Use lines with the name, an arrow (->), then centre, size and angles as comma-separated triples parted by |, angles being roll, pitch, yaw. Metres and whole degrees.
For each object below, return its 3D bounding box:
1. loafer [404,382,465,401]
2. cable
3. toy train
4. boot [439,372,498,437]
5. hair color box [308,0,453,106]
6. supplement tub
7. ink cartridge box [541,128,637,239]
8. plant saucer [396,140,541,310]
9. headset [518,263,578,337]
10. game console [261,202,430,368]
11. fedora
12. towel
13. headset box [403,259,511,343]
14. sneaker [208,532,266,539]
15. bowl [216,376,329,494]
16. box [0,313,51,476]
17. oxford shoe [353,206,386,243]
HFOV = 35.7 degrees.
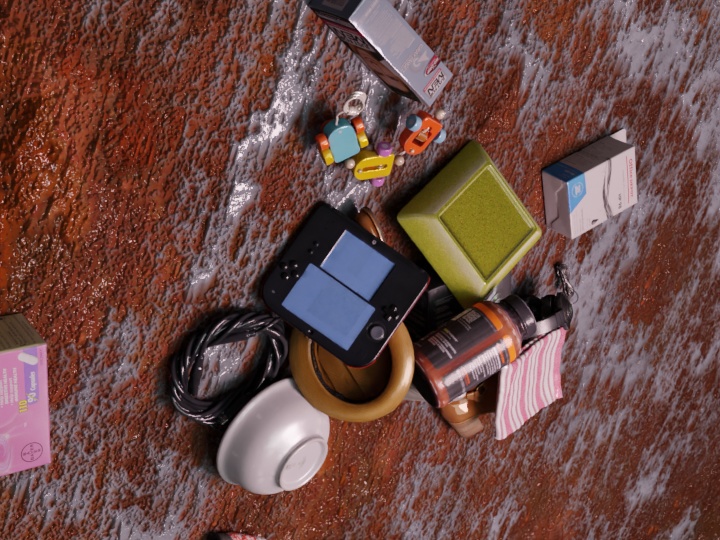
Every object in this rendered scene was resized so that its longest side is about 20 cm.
loafer -> 0.071, 0.170, 1.773 | 0.070, 0.199, 0.070 | 83, 21, -69
cable -> -0.190, 0.135, 1.638 | 0.200, 0.051, 0.163 | -48, 127, -4
toy train -> 0.021, -0.201, 1.603 | 0.199, 0.056, 0.150 | 14, 123, -42
boot -> 0.219, 0.188, 1.951 | 0.200, 0.074, 0.155 | -40, 131, -13
hair color box -> 0.030, -0.315, 1.540 | 0.061, 0.099, 0.200 | -54, 132, -3
supplement tub -> 0.170, 0.116, 1.701 | 0.200, 0.107, 0.107 | -31, 128, -13
ink cartridge box -> 0.412, -0.153, 1.934 | 0.199, 0.067, 0.116 | -28, 126, -23
plant saucer -> 0.185, -0.072, 1.741 | 0.200, 0.048, 0.200 | -45, 107, -24
headset -> 0.312, 0.059, 1.939 | 0.200, 0.123, 0.094 | -25, 105, -44
game console -> -0.025, 0.025, 1.626 | 0.177, 0.200, 0.031 | -55, 174, 0
fedora -> -0.010, 0.126, 1.683 | 0.201, 0.200, 0.082 | -63, 173, 6
towel -> 0.295, 0.192, 1.936 | 0.200, 0.030, 0.147 | -27, 125, -45
headset box -> 0.154, 0.065, 1.828 | 0.174, 0.093, 0.201 | -21, 123, -28
sneaker -> -0.211, 0.514, 1.792 | 0.108, 0.067, 0.202 | 11, 102, -38
bowl -> -0.113, 0.267, 1.695 | 0.201, 0.090, 0.202 | -33, 143, -30
box -> -0.495, 0.167, 1.382 | 0.199, 0.097, 0.177 | -11, 118, -33
oxford shoe -> 0.000, 0.000, 1.697 | 0.071, 0.071, 0.201 | -15, 122, -25
